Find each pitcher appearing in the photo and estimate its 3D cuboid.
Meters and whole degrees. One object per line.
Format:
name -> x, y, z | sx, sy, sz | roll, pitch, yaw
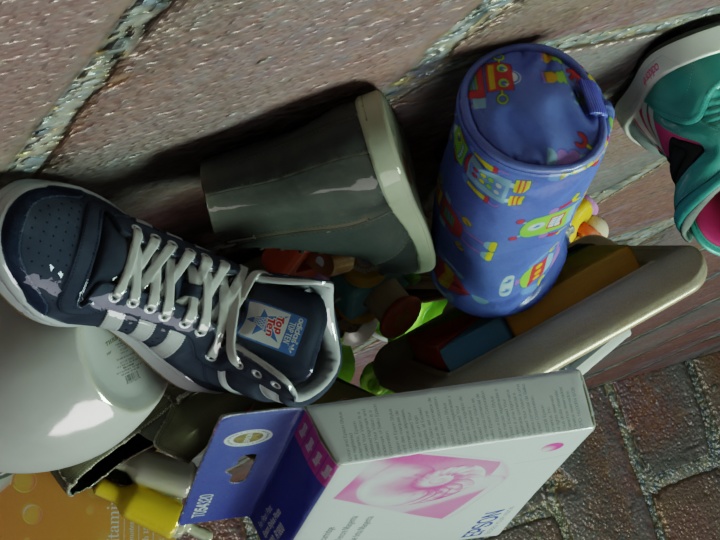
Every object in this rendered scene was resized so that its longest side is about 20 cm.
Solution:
pitcher -> -0.194, 0.045, 1.042 | 0.200, 0.122, 0.172 | -12, -166, 30

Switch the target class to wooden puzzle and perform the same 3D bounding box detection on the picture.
wooden puzzle -> 0.101, 0.025, 1.151 | 0.185, 0.037, 0.200 | -28, -171, -6

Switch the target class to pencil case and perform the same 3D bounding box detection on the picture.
pencil case -> 0.086, -0.044, 1.015 | 0.087, 0.078, 0.200 | -15, 157, -9

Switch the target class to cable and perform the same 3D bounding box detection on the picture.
cable -> -0.178, 0.106, 1.144 | 0.199, 0.097, 0.050 | 11, 162, -15

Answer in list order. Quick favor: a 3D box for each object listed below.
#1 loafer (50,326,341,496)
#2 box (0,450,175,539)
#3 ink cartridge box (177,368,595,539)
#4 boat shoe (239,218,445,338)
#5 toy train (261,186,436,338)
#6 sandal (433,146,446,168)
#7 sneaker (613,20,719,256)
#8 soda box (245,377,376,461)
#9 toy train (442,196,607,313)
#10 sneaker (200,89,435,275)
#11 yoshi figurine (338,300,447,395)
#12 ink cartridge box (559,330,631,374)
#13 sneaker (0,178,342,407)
loafer -> -0.101, 0.080, 1.105 | 0.200, 0.070, 0.075 | -21, 163, 9
box -> -0.223, 0.130, 1.204 | 0.199, 0.125, 0.097 | 2, 169, -16
ink cartridge box -> 0.008, 0.118, 1.050 | 0.199, 0.043, 0.196 | -7, 158, -15
boat shoe -> -0.016, 0.011, 1.286 | 0.200, 0.065, 0.071 | -15, 170, -24
toy train -> 0.000, 0.000, 1.166 | 0.200, 0.056, 0.150 | -10, 147, -53
sandal -> 0.099, -0.053, 1.167 | 0.082, 0.055, 0.200 | -20, 167, 6
sneaker -> 0.212, -0.066, 1.118 | 0.083, 0.121, 0.200 | -19, 171, 1
soda box -> -0.069, 0.084, 1.241 | 0.064, 0.068, 0.200 | 22, 178, -29
toy train -> 0.131, 0.015, 1.350 | 0.150, 0.056, 0.200 | -63, 159, 6
sneaker -> -0.022, -0.038, 1.013 | 0.106, 0.075, 0.200 | -15, 162, 5
yoshi figurine -> 0.005, 0.046, 1.399 | 0.200, 0.112, 0.112 | -8, 174, -43
ink cartridge box -> 0.062, 0.090, 1.227 | 0.198, 0.043, 0.200 | -29, 180, 28
sneaker -> -0.087, 0.012, 0.917 | 0.108, 0.070, 0.200 | 6, 161, 37
